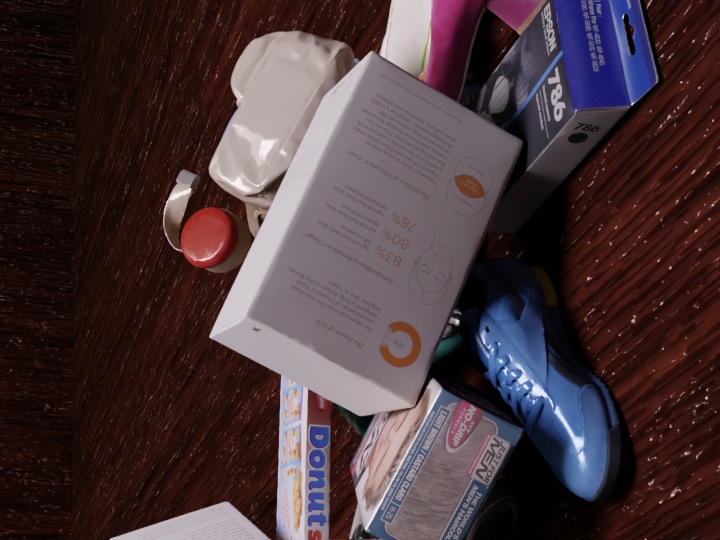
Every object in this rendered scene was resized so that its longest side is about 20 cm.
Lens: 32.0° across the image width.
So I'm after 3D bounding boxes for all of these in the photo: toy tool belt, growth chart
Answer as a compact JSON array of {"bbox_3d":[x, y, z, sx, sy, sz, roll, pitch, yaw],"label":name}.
[{"bbox_3d":[-0.052,-0.077,0.971,0.125,0.123,0.200,24,85,31],"label":"toy tool belt"},{"bbox_3d":[0.044,-0.178,1.018,0.145,0.018,0.200,-127,46,-60],"label":"growth chart"}]

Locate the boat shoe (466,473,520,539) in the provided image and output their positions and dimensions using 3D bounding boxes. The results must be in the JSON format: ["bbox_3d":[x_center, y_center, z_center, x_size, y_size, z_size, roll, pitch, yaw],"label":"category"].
[{"bbox_3d":[0.079,0.220,0.887,0.057,0.067,0.200,50,141,31],"label":"boat shoe"}]

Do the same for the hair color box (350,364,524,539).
[{"bbox_3d":[0.044,0.121,0.841,0.100,0.060,0.200,-62,4,0],"label":"hair color box"}]

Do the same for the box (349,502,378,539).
[{"bbox_3d":[0.023,0.258,1.048,0.119,0.041,0.200,-128,49,-61],"label":"box"}]

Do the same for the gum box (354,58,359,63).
[{"bbox_3d":[-0.017,-0.067,1.125,0.200,0.044,0.170,117,142,-70],"label":"gum box"}]

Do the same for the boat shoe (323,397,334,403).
[{"bbox_3d":[0.000,0.000,0.957,0.076,0.074,0.200,5,71,61],"label":"boat shoe"}]

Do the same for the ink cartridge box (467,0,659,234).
[{"bbox_3d":[0.127,-0.114,0.855,0.200,0.039,0.100,128,143,-54],"label":"ink cartridge box"}]

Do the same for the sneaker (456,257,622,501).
[{"bbox_3d":[0.105,0.068,0.819,0.200,0.078,0.066,-109,33,-44],"label":"sneaker"}]

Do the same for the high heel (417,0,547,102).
[{"bbox_3d":[0.043,-0.161,0.907,0.200,0.096,0.067,-47,18,32],"label":"high heel"}]

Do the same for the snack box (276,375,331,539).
[{"bbox_3d":[-0.046,0.175,0.996,0.072,0.024,0.200,145,128,-65],"label":"snack box"}]

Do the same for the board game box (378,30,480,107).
[{"bbox_3d":[0.055,-0.130,1.052,0.136,0.035,0.200,122,147,-50],"label":"board game box"}]

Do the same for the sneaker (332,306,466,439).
[{"bbox_3d":[0.042,0.085,1.016,0.080,0.077,0.200,59,145,9],"label":"sneaker"}]

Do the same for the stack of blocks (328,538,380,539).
[{"bbox_3d":[-0.015,0.324,0.997,0.115,0.058,0.200,135,135,-59],"label":"stack of blocks"}]

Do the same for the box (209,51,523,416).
[{"bbox_3d":[0.004,-0.021,0.838,0.200,0.124,0.097,-65,14,-19],"label":"box"}]

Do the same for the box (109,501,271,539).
[{"bbox_3d":[-0.100,0.286,0.937,0.200,0.106,0.153,20,121,61],"label":"box"}]
